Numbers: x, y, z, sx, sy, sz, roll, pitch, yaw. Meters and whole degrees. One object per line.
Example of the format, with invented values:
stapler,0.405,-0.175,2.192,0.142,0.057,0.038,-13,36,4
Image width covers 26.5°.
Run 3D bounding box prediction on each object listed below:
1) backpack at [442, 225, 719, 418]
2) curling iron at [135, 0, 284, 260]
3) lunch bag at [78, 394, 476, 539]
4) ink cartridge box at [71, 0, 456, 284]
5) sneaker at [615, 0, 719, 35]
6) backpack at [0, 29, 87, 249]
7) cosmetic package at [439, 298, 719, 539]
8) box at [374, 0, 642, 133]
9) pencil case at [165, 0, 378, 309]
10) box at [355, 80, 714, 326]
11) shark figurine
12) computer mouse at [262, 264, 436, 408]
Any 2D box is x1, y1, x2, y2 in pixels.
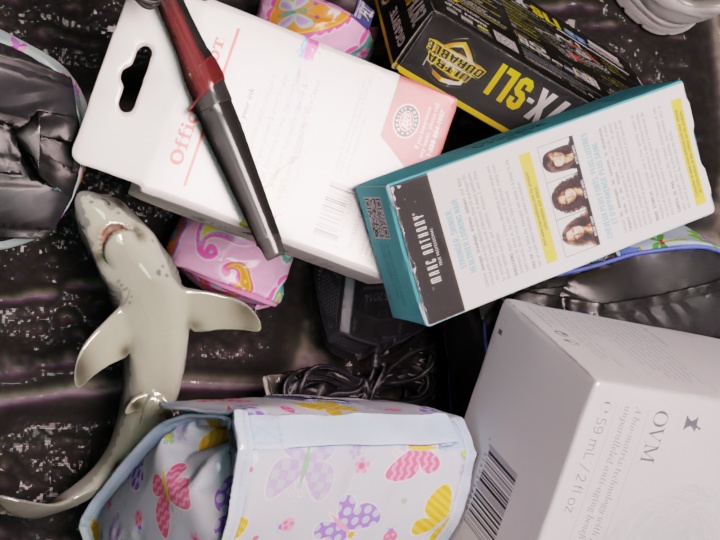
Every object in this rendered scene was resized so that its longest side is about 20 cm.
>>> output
backpack,0.154,0.052,1.015,0.199,0.147,0.184,-14,111,-14
curling iron,-0.091,-0.096,0.829,0.050,0.025,0.201,-35,103,-48
lunch bag,-0.047,0.137,0.902,0.169,0.200,0.128,2,55,-35
ink cartridge box,-0.059,-0.079,0.888,0.199,0.067,0.117,21,85,-14
sneaker,0.176,-0.236,1.046,0.199,0.087,0.075,29,85,-19
backpack,-0.252,-0.086,0.866,0.199,0.127,0.168,9,104,-11
cosmetic package,0.163,0.143,0.900,0.199,0.123,0.201,9,107,-25
box,0.105,-0.132,0.987,0.199,0.160,0.049,27,113,-21
pencil case,-0.055,-0.078,0.969,0.087,0.087,0.201,23,84,-21
box,0.103,-0.041,0.879,0.199,0.049,0.083,-20,100,-20
shark figurine,-0.146,0.064,0.942,0.127,0.089,0.216,14,99,-23
computer mouse,0.000,0.000,1.008,0.138,0.053,0.202,3,98,-41
